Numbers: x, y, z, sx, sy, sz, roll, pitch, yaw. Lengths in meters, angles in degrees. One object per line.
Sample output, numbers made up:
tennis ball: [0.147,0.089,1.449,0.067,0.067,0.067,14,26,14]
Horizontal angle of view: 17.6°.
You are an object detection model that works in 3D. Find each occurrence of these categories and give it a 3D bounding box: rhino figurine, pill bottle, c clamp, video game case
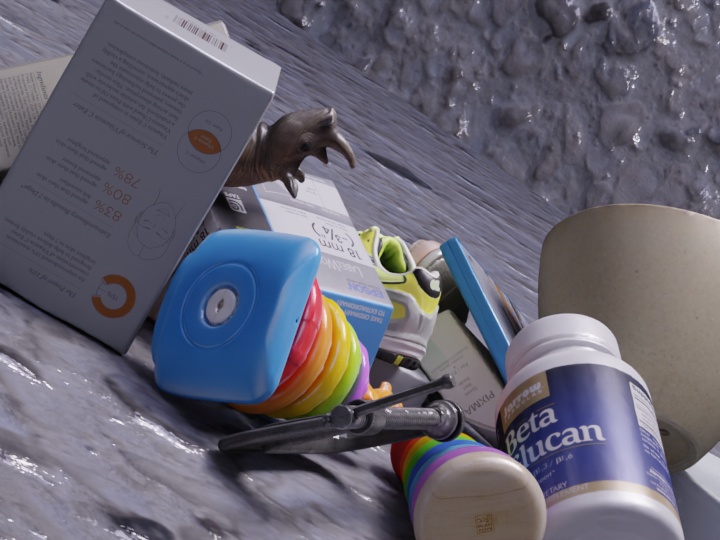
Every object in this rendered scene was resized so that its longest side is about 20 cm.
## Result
rhino figurine: [-0.098,-0.103,1.583,0.199,0.088,0.060,18,13,-2]
pill bottle: [0.148,0.125,1.565,0.111,0.111,0.201,27,33,-25]
c clamp: [0.005,0.097,1.427,0.200,0.170,0.027,16,62,-71]
video game case: [0.124,0.068,1.783,0.144,0.018,0.200,64,9,27]

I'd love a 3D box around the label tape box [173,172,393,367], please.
label tape box: [-0.055,0.010,1.620,0.144,0.063,0.201,15,37,-39]

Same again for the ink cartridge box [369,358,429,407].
ink cartridge box: [-0.026,0.048,1.787,0.109,0.051,0.200,28,11,-23]

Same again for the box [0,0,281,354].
box: [-0.154,-0.070,1.512,0.124,0.201,0.098,30,12,-7]

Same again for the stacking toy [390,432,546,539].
stacking toy: [0.062,0.138,1.530,0.085,0.086,0.200,29,5,-12]

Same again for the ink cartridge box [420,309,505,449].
ink cartridge box: [0.124,0.137,1.773,0.200,0.050,0.161,58,6,28]

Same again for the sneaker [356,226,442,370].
sneaker: [0.000,0.000,1.733,0.075,0.077,0.200,20,13,-43]

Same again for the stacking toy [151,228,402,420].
stacking toy: [-0.033,0.062,1.523,0.109,0.117,0.200,5,-21,40]

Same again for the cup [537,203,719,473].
cup: [0.215,0.065,1.727,0.199,0.144,0.201,14,-28,8]

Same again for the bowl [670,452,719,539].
bowl: [0.290,0.218,1.799,0.200,0.091,0.201,30,9,-5]

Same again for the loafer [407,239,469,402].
loafer: [0.049,0.039,1.843,0.063,0.072,0.200,40,-21,32]

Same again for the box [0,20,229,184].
box: [-0.183,-0.110,1.648,0.068,0.199,0.083,114,-40,-66]

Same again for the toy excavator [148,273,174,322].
toy excavator: [-0.151,-0.035,1.725,0.200,0.100,0.194,44,14,20]
